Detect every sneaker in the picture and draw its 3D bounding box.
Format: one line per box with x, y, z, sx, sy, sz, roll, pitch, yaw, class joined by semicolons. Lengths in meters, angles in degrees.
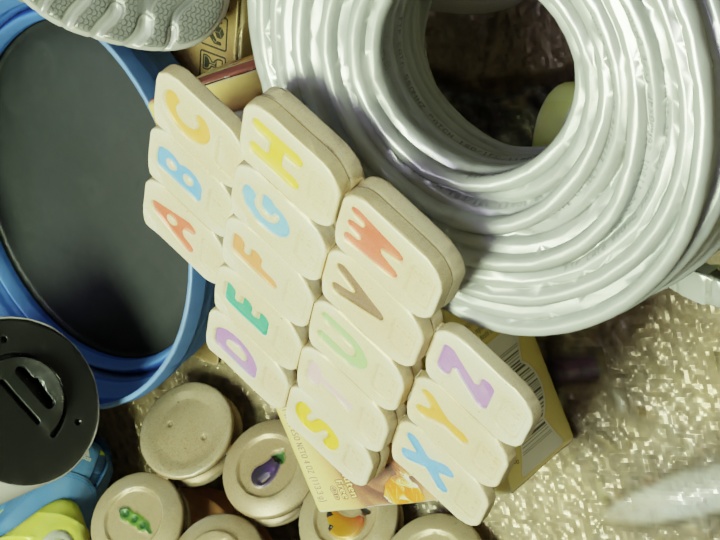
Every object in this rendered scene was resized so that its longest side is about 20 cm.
-0.175;0.127;1.062;0.200;0.076;0.105;-12;55;62;sneaker
-0.147;-0.157;0.870;0.200;0.082;0.075;25;95;1;sneaker

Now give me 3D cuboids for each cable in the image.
0.050;-0.074;0.694;0.200;0.069;0.201;7;118;33;cable

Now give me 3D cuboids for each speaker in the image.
-0.203;0.083;0.973;0.200;0.081;0.081;-26;89;54;speaker

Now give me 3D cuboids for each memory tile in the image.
-0.048;0.148;0.916;0.200;0.017;0.154;25;77;31;memory tile

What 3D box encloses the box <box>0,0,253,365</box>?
-0.115;-0.072;0.952;0.163;0.021;0.201;23;121;34;box

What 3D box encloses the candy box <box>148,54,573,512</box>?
0.000;0.000;0.844;0.115;0.055;0.201;-12;104;42;candy box

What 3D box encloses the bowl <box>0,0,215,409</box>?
-0.137;-0.035;0.943;0.200;0.039;0.201;16;116;38;bowl

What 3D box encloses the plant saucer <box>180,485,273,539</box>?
-0.092;0.207;0.986;0.200;0.032;0.201;-6;82;52;plant saucer

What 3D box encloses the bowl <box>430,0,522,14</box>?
-0.005;-0.207;0.770;0.200;0.075;0.200;29;124;28;bowl

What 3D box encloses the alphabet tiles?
-0.016;0.014;0.769;0.196;0.015;0.200;44;154;14;alphabet tiles

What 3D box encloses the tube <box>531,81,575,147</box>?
0.159;-0.036;0.715;0.200;0.058;0.052;8;67;36;tube
